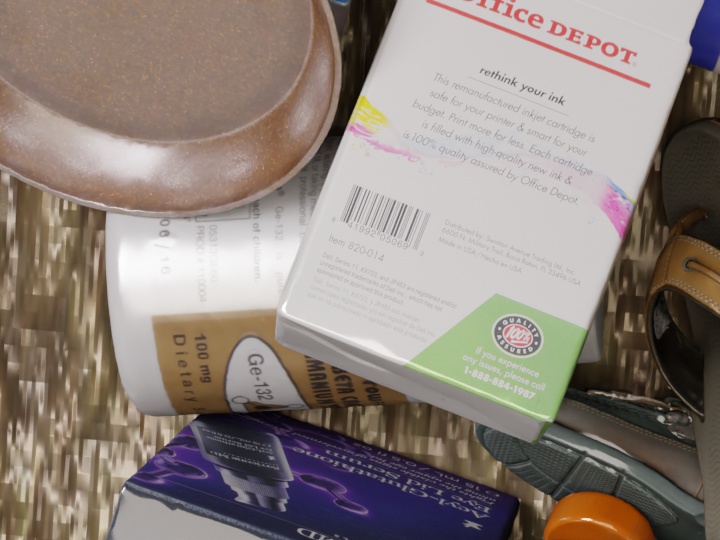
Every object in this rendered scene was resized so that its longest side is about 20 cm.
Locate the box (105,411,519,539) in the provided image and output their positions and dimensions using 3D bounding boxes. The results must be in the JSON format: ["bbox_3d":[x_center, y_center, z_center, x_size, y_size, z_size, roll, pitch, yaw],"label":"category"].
[{"bbox_3d":[-0.024,0.138,1.208,0.147,0.200,0.105,18,99,5],"label":"box"}]

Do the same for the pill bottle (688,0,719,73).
[{"bbox_3d":[0.134,-0.144,1.201,0.199,0.112,0.113,19,99,5],"label":"pill bottle"}]

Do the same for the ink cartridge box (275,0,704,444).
[{"bbox_3d":[0.055,-0.048,1.148,0.116,0.067,0.201,21,79,3],"label":"ink cartridge box"}]

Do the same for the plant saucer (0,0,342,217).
[{"bbox_3d":[-0.098,-0.105,1.136,0.199,0.035,0.201,11,137,11],"label":"plant saucer"}]

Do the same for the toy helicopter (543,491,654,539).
[{"bbox_3d":[0.145,0.186,1.248,0.199,0.079,0.133,21,138,6],"label":"toy helicopter"}]

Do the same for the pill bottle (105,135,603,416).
[{"bbox_3d":[0.000,0.000,1.234,0.198,0.114,0.115,-4,96,8],"label":"pill bottle"}]

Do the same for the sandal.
[{"bbox_3d":[0.144,0.029,1.204,0.054,0.082,0.201,8,70,-26],"label":"sandal"}]

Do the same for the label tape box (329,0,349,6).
[{"bbox_3d":[-0.032,-0.222,1.186,0.142,0.066,0.201,21,60,4],"label":"label tape box"}]

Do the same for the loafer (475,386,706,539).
[{"bbox_3d":[0.148,0.087,1.258,0.199,0.072,0.063,25,67,0],"label":"loafer"}]

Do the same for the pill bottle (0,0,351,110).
[{"bbox_3d":[-0.107,-0.127,1.229,0.199,0.120,0.120,17,98,5],"label":"pill bottle"}]
